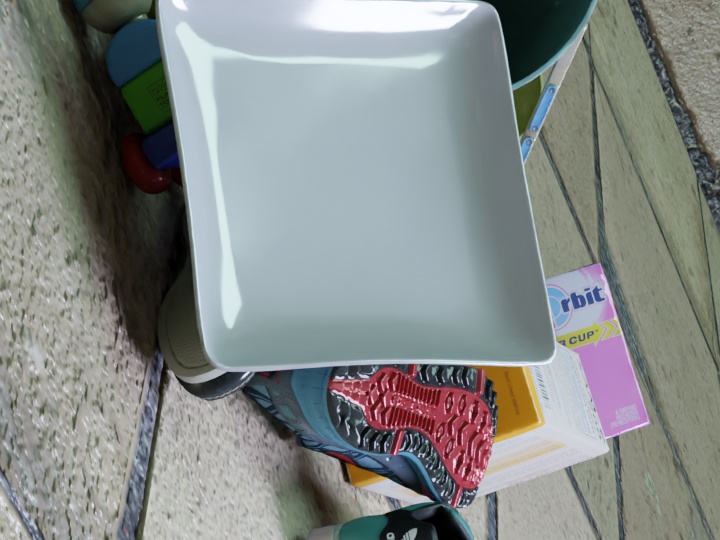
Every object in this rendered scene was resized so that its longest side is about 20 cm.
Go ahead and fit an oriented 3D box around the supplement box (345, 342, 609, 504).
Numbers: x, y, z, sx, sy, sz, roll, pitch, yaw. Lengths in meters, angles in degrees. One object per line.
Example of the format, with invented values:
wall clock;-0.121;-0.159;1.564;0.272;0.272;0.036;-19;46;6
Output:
supplement box;0.068;0.091;1.826;0.200;0.126;0.074;30;42;-72

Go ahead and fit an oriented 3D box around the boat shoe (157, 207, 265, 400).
boat shoe;-0.059;0.015;1.523;0.200;0.072;0.068;-84;149;-63

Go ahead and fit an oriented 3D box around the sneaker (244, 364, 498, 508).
sneaker;0.006;0.074;1.644;0.200;0.095;0.080;36;70;-54

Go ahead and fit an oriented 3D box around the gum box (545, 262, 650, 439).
gum box;0.120;0.068;2.024;0.200;0.066;0.114;158;-85;-72

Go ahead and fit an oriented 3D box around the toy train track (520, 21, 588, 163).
toy train track;0.077;-0.061;1.669;0.115;0.032;0.200;-69;-177;-68

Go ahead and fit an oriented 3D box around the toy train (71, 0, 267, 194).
toy train;-0.089;-0.113;1.578;0.116;0.085;0.200;59;13;3

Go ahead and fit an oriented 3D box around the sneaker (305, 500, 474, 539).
sneaker;0.033;0.171;1.662;0.200;0.080;0.072;23;55;-74

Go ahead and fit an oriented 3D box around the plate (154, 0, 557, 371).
plate;-0.006;-0.043;1.470;0.200;0.032;0.200;0;72;-29

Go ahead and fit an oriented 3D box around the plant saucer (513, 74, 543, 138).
plant saucer;0.033;-0.154;1.989;0.200;0.031;0.200;21;47;-24

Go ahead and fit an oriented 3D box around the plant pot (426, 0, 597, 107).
plant pot;0.019;-0.172;1.625;0.161;0.200;0.201;143;-70;-75
